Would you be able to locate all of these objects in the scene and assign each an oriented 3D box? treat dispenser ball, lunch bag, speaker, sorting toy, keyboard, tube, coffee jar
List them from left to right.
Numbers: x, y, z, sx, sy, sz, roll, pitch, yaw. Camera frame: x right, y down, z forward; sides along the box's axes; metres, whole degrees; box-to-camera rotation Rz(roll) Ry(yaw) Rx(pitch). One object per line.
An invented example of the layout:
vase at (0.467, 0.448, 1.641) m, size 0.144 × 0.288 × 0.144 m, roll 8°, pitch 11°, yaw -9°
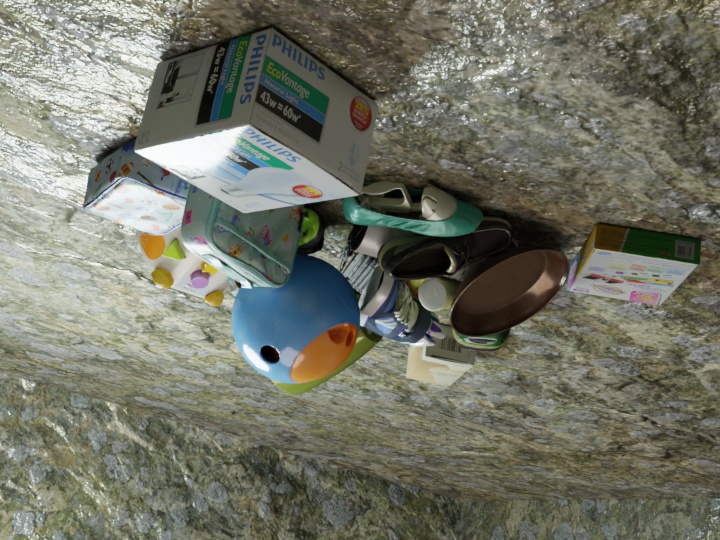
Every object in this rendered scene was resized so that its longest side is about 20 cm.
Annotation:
lunch bag at (-0.312, -0.116, 1.675) m, size 0.160 × 0.076 × 0.200 m, roll 18°, pitch 159°, yaw -30°
sorting toy at (-0.243, -0.040, 1.868) m, size 0.200 × 0.107 × 0.180 m, roll 21°, pitch 139°, yaw -30°
lunch bag at (-0.162, -0.065, 1.613) m, size 0.077 × 0.161 × 0.200 m, roll -3°, pitch 157°, yaw 35°
treat dispenser ball at (-0.099, 0.075, 1.755) m, size 0.201 × 0.201 × 0.201 m, roll 9°, pitch 161°, yaw 3°
keyboard at (0.000, 0.000, 1.840) m, size 0.104 × 0.040 × 0.200 m, roll 44°, pitch 158°, yaw 3°
speaker at (0.088, -0.041, 1.681) m, size 0.200 × 0.081 × 0.081 m, roll 15°, pitch 161°, yaw -16°
tube at (0.164, 0.028, 1.769) m, size 0.052 × 0.058 × 0.200 m, roll -30°, pitch 169°, yaw 33°
coffee jar at (0.214, 0.078, 1.957) m, size 0.104 × 0.085 × 0.200 m, roll 5°, pitch 160°, yaw 2°

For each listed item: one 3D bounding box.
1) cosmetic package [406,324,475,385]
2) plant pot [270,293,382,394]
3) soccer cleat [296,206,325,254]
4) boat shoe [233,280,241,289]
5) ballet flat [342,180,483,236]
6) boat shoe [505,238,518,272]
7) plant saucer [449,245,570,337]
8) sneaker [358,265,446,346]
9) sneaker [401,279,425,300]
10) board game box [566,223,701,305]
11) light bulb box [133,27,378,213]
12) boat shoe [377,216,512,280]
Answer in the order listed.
cosmetic package at (0.162, 0.172, 2.282) m, size 0.105 × 0.071 × 0.200 m, roll 11°, pitch 161°, yaw -4°
plant pot at (-0.062, 0.115, 2.109) m, size 0.200 × 0.187 × 0.187 m, roll -21°, pitch 147°, yaw 31°
soccer cleat at (-0.086, -0.057, 1.764) m, size 0.081 × 0.068 × 0.200 m, roll 7°, pitch 170°, yaw -23°
boat shoe at (-0.180, -0.039, 1.764) m, size 0.071 × 0.064 × 0.200 m, roll 43°, pitch 156°, yaw 31°
ballet flat at (0.072, -0.090, 1.579) m, size 0.200 × 0.067 × 0.070 m, roll 5°, pitch 147°, yaw 7°
boat shoe at (0.238, 0.005, 1.776) m, size 0.067 × 0.057 × 0.200 m, roll 0°, pitch 159°, yaw 27°
plant saucer at (0.217, 0.024, 1.693) m, size 0.200 × 0.037 × 0.201 m, roll -19°, pitch 147°, yaw -13°
sneaker at (0.076, 0.062, 1.789) m, size 0.146 × 0.081 × 0.200 m, roll 19°, pitch 159°, yaw -5°
sneaker at (0.086, 0.006, 1.850) m, size 0.090 × 0.078 × 0.200 m, roll 17°, pitch 156°, yaw 2°
board game box at (0.403, -0.006, 1.690) m, size 0.153 × 0.040 × 0.200 m, roll 9°, pitch 161°, yaw 1°
light bulb box at (-0.121, -0.169, 1.343) m, size 0.200 × 0.125 × 0.198 m, roll -6°, pitch 156°, yaw 41°
boat shoe at (0.126, -0.022, 1.615) m, size 0.200 × 0.065 × 0.073 m, roll -16°, pitch 123°, yaw -4°
